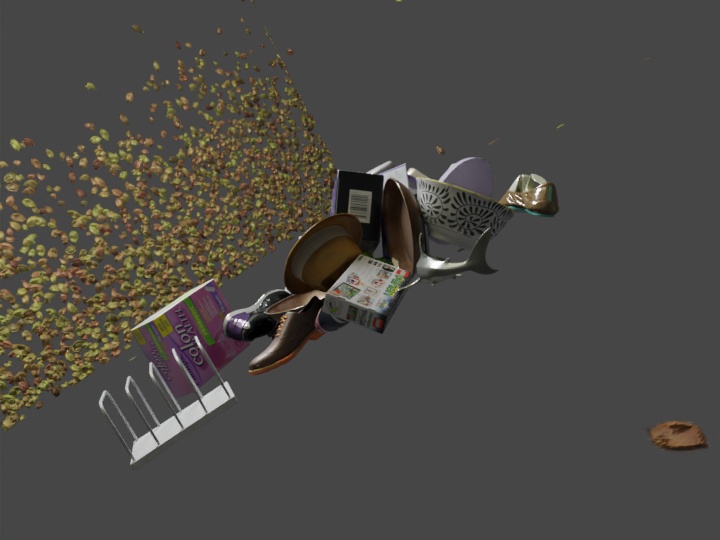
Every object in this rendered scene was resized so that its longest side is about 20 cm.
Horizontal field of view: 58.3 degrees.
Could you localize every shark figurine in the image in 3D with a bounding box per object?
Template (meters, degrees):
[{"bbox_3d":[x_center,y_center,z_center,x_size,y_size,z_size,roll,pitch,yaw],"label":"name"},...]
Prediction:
[{"bbox_3d":[0.126,-0.022,1.056,0.125,0.092,0.214,-16,1,-17],"label":"shark figurine"}]

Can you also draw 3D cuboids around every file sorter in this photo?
[{"bbox_3d":[-0.336,0.221,1.131,0.197,0.127,0.138,-31,10,-15],"label":"file sorter"}]

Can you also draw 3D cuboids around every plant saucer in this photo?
[{"bbox_3d":[0.086,-0.079,1.248,0.036,0.206,0.200,-9,6,-12],"label":"plant saucer"},{"bbox_3d":[-0.103,0.070,1.364,0.195,0.038,0.201,-18,8,3],"label":"plant saucer"}]

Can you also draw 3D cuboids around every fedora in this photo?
[{"bbox_3d":[-0.054,-0.013,1.230,0.199,0.082,0.203,-34,-32,-25],"label":"fedora"}]

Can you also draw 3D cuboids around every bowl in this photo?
[{"bbox_3d":[0.181,-0.096,1.207,0.201,0.196,0.096,-134,64,-80],"label":"bowl"}]

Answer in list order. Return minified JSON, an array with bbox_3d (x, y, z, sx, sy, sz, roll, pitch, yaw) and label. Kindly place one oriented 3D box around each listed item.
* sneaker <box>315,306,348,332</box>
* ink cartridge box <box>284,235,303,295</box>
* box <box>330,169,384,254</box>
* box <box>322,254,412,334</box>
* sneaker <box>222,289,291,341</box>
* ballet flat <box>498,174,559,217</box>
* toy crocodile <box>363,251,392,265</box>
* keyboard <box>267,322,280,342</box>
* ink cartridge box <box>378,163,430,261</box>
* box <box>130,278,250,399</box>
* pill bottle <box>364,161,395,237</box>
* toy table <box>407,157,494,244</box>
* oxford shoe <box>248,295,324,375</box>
[{"bbox_3d":[-0.019,0.054,1.226,0.082,0.071,0.199,-36,-3,37],"label":"sneaker"},{"bbox_3d":[-0.086,-0.025,1.611,0.196,0.041,0.203,-15,45,29],"label":"ink cartridge box"},{"bbox_3d":[-0.014,-0.113,1.418,0.101,0.152,0.200,5,-13,-6],"label":"box"},{"bbox_3d":[0.017,0.035,1.113,0.108,0.036,0.200,20,24,10],"label":"box"},{"bbox_3d":[-0.207,0.109,1.439,0.086,0.078,0.199,14,30,34],"label":"sneaker"},{"bbox_3d":[0.310,-0.140,1.193,0.066,0.075,0.200,6,7,-7],"label":"ballet flat"},{"bbox_3d":[0.000,0.000,1.426,0.067,0.064,0.197,18,-17,-40],"label":"toy crocodile"},{"bbox_3d":[-0.157,0.111,1.477,0.125,0.021,0.200,-26,10,21],"label":"keyboard"},{"bbox_3d":[0.088,-0.115,1.380,0.042,0.206,0.198,-7,4,-17],"label":"ink cartridge box"},{"bbox_3d":[-0.375,0.150,1.445,0.095,0.179,0.200,-21,12,39],"label":"box"},{"bbox_3d":[0.073,-0.156,1.609,0.112,0.203,0.114,-27,10,5],"label":"pill bottle"},{"bbox_3d":[0.187,-0.151,1.386,0.200,0.185,0.117,-43,25,-14],"label":"toy table"},{"bbox_3d":[-0.139,0.122,1.205,0.199,0.074,0.071,-37,13,-35],"label":"oxford shoe"}]
